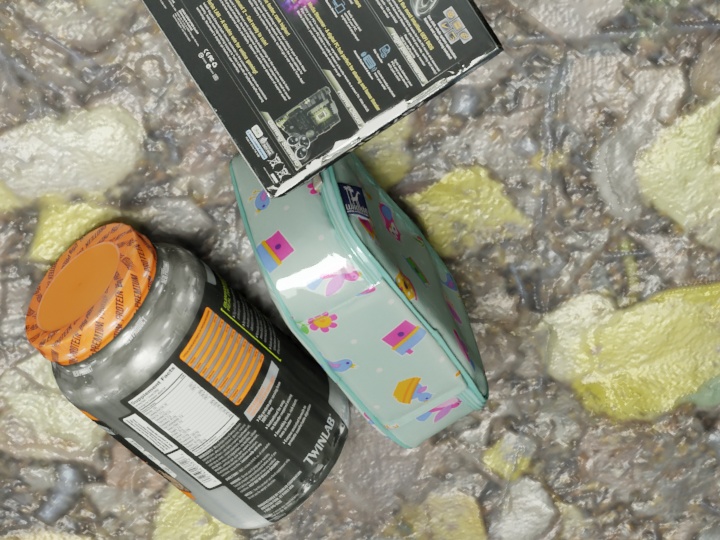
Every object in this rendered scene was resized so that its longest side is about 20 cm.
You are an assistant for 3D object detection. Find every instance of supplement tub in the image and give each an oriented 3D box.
[{"bbox_3d":[-0.111,0.066,1.554,0.122,0.123,0.200,-39,121,13],"label":"supplement tub"}]

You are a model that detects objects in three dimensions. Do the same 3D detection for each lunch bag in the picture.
[{"bbox_3d":[0.000,0.000,1.518,0.077,0.161,0.200,-28,130,12],"label":"lunch bag"}]

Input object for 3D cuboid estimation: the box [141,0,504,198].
[{"bbox_3d":[-0.037,-0.167,1.408,0.160,0.044,0.200,-34,90,9],"label":"box"}]
